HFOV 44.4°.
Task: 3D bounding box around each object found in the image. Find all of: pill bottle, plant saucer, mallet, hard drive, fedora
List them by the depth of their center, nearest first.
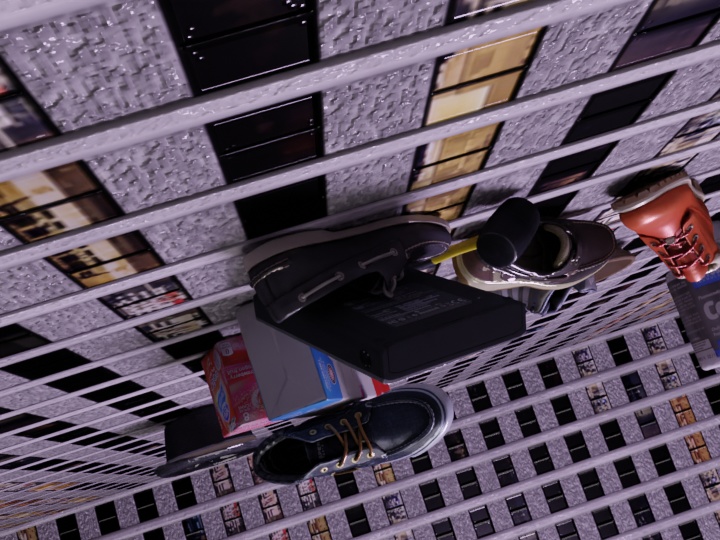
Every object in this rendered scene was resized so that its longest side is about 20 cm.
[{"bbox_3d":[0.017,0.034,0.732,0.139,0.033,0.200,-16,-161,-31],"label":"hard drive"},{"bbox_3d":[0.080,-0.020,0.823,0.200,0.041,0.066,-16,-157,50],"label":"mallet"},{"bbox_3d":[0.286,0.008,1.243,0.200,0.029,0.200,-18,167,-4],"label":"plant saucer"},{"bbox_3d":[0.520,0.036,1.297,0.114,0.200,0.114,-18,168,-4],"label":"pill bottle"},{"bbox_3d":[-0.254,0.278,1.477,0.200,0.092,0.201,-18,168,-4],"label":"fedora"}]

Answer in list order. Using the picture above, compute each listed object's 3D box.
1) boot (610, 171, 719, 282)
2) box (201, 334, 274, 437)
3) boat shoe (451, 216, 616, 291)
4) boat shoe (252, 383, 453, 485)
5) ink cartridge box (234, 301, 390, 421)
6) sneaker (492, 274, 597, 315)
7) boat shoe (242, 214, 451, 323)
[{"bbox_3d":[0.330,-0.041,0.922,0.075,0.107,0.200,-25,164,34],"label":"boot"},{"bbox_3d":[-0.074,0.117,1.035,0.200,0.100,0.095,-13,166,-25],"label":"box"},{"bbox_3d":[0.190,-0.018,0.892,0.200,0.073,0.065,-11,171,-28],"label":"boat shoe"},{"bbox_3d":[-0.009,0.168,0.869,0.200,0.071,0.091,-24,171,27],"label":"boat shoe"},{"bbox_3d":[-0.042,0.089,0.917,0.067,0.116,0.200,-23,166,16],"label":"ink cartridge box"},{"bbox_3d":[0.191,0.021,1.039,0.074,0.081,0.200,-7,163,-41],"label":"sneaker"},{"bbox_3d":[0.000,0.000,0.721,0.200,0.063,0.073,-10,163,-37],"label":"boat shoe"}]
